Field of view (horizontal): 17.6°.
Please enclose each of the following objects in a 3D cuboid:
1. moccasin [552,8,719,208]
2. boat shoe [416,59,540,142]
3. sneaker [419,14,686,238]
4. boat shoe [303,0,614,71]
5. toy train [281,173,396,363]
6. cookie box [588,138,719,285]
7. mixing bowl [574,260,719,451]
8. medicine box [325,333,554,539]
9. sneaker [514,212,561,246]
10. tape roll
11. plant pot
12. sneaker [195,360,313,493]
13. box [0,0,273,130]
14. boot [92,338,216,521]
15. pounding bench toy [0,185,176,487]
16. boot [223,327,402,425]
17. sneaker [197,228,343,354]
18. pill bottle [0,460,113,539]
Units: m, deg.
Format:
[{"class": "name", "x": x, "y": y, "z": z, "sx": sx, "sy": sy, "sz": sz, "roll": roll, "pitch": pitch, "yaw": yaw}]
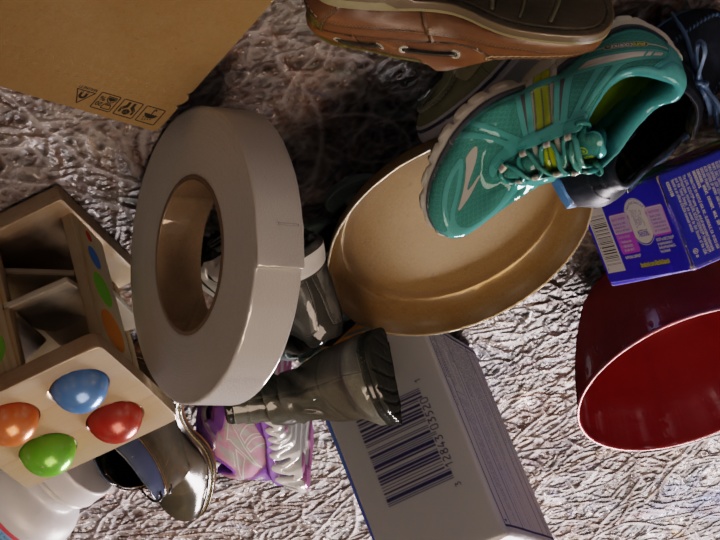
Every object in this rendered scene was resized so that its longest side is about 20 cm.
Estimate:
[{"class": "moccasin", "x": 0.211, "y": -0.107, "z": 1.598, "sx": 0.068, "sy": 0.200, "sz": 0.081, "roll": -5, "pitch": 130, "yaw": 52}, {"class": "boat shoe", "x": 0.093, "y": -0.160, "z": 1.575, "sx": 0.062, "sy": 0.072, "sz": 0.200, "roll": 38, "pitch": 127, "yaw": -9}, {"class": "sneaker", "x": 0.124, "y": -0.090, "z": 1.517, "sx": 0.200, "sy": 0.080, "sz": 0.078, "roll": -38, "pitch": 132, "yaw": 3}, {"class": "boat shoe", "x": 0.063, "y": -0.167, "z": 1.503, "sx": 0.199, "sy": 0.072, "sz": 0.068, "roll": 12, "pitch": 142, "yaw": 4}, {"class": "toy train", "x": 0.000, "y": 0.000, "z": 1.736, "sx": 0.114, "sy": 0.086, "sz": 0.200, "roll": 3, "pitch": 142, "yaw": -44}, {"class": "cookie box", "x": 0.282, "y": -0.063, "z": 1.684, "sx": 0.199, "sy": 0.076, "sz": 0.171, "roll": -22, "pitch": -178, "yaw": -14}, {"class": "mixing bowl", "x": 0.253, "y": 0.048, "z": 1.896, "sx": 0.199, "sy": 0.109, "sz": 0.201, "roll": -14, "pitch": 146, "yaw": -9}, {"class": "medicine box", "x": 0.060, "y": 0.151, "z": 1.838, "sx": 0.102, "sy": 0.183, "sz": 0.200, "roll": -25, "pitch": 164, "yaw": 10}, {"class": "sneaker", "x": 0.154, "y": -0.099, "z": 1.680, "sx": 0.199, "sy": 0.066, "sz": 0.079, "roll": -34, "pitch": 118, "yaw": 9}, {"class": "tape roll", "x": -0.099, "y": -0.009, "z": 1.560, "sx": 0.037, "sy": 0.204, "sz": 0.203, "roll": 3, "pitch": 141, "yaw": -29}, {"class": "plant pot", "x": 0.067, "y": -0.031, "z": 1.628, "sx": 0.199, "sy": 0.028, "sz": 0.201, "roll": -14, "pitch": 140, "yaw": -13}, {"class": "sneaker", "x": -0.093, "y": 0.111, "z": 1.856, "sx": 0.088, "sy": 0.081, "sz": 0.201, "roll": 0, "pitch": 143, "yaw": 9}, {"class": "box", "x": -0.164, "y": -0.166, "z": 1.467, "sx": 0.199, "sy": 0.021, "sz": 0.163, "roll": 15, "pitch": 134, "yaw": -39}, {"class": "boot", "x": -0.170, "y": 0.151, "z": 1.821, "sx": 0.074, "sy": 0.097, "sz": 0.201, "roll": 14, "pitch": 139, "yaw": 23}, {"class": "pounding bench toy", "x": -0.253, "y": 0.071, "z": 1.640, "sx": 0.199, "sy": 0.157, "sz": 0.124, "roll": -25, "pitch": 146, "yaw": 10}, {"class": "boot", "x": -0.038, "y": 0.089, "z": 1.656, "sx": 0.130, "sy": 0.068, "sz": 0.200, "roll": -11, "pitch": 175, "yaw": 0}, {"class": "sneaker", "x": -0.068, "y": 0.017, "z": 1.632, "sx": 0.066, "sy": 0.200, "sz": 0.091, "roll": -30, "pitch": 106, "yaw": -21}, {"class": "pill bottle", "x": -0.293, "y": 0.187, "z": 1.830, "sx": 0.199, "sy": 0.109, "sz": 0.109, "roll": -33, "pitch": 144, "yaw": 21}]
